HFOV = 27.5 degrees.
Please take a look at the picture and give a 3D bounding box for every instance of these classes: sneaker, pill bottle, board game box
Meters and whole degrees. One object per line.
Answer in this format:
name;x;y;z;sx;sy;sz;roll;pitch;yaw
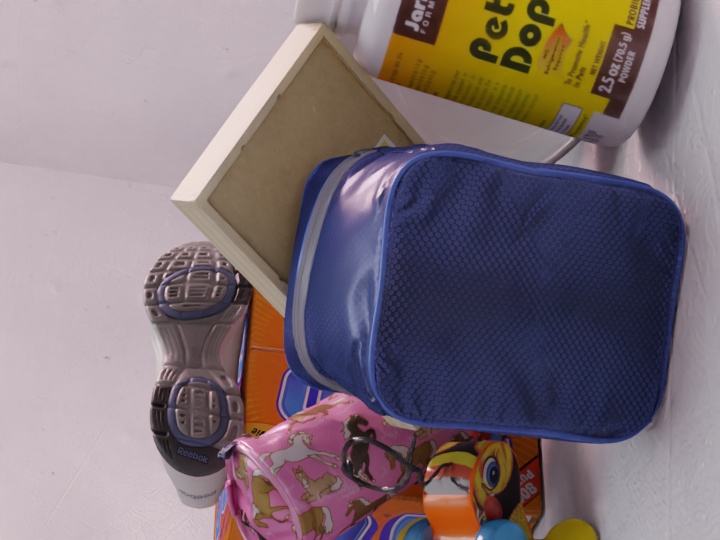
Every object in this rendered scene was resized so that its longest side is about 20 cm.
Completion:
sneaker;-0.112;0.066;0.984;0.088;0.073;0.202;100;173;-49
pill bottle;0.067;-0.146;0.809;0.109;0.198;0.111;-164;90;-87
board game box;0.004;0.125;1.059;0.201;0.197;0.202;107;167;-50

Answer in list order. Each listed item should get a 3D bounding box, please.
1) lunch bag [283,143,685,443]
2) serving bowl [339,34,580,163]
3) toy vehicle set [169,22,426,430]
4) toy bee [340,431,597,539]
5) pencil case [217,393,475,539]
lunch bag;0.065;0.010;0.767;0.132;0.198;0.138;12;92;64
serving bowl;0.076;-0.149;0.932;0.066;0.198;0.203;-1;-80;-69
toy vehicle set;-0.001;-0.021;0.816;0.026;0.200;0.125;7;56;53
toy bee;0.075;0.142;0.844;0.109;0.130;0.202;-54;-33;-41
pencil case;0.008;0.097;0.899;0.087;0.199;0.083;49;148;20
